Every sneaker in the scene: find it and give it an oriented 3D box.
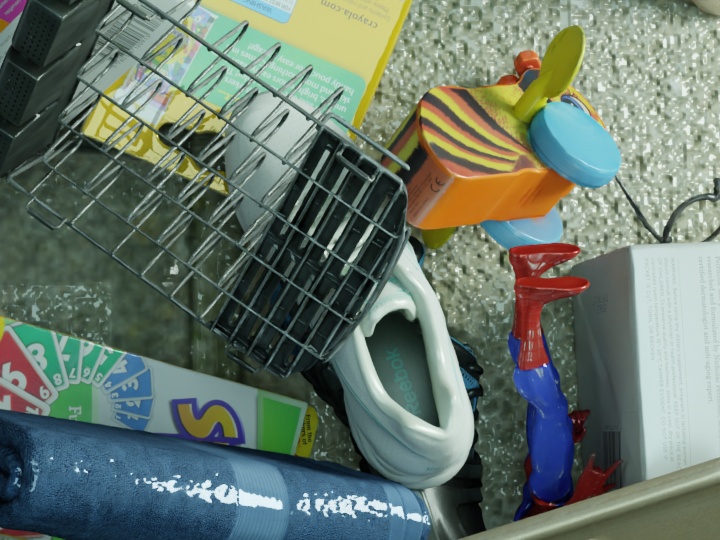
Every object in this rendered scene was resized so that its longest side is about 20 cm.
[{"bbox_3d":[0.033,0.078,0.998,0.082,0.073,0.201,-26,90,-11],"label":"sneaker"},{"bbox_3d":[0.000,0.000,0.941,0.070,0.080,0.201,-27,79,-10],"label":"sneaker"}]

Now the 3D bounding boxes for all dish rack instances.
[{"bbox_3d":[-0.070,-0.051,0.888,0.200,0.154,0.055,36,43,4],"label":"dish rack"}]

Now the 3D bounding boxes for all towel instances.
[{"bbox_3d":[-0.076,0.100,0.905,0.199,0.112,0.049,12,87,-29],"label":"towel"}]

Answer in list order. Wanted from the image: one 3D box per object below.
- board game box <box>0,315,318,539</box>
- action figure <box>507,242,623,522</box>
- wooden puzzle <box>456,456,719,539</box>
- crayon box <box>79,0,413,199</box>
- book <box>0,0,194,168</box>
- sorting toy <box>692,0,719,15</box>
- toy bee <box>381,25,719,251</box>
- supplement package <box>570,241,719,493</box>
[{"bbox_3d":[-0.110,0.088,0.966,0.199,0.030,0.096,18,84,-31],"label":"board game box"},{"bbox_3d":[0.093,0.090,0.986,0.051,0.065,0.201,-2,113,-5],"label":"action figure"},{"bbox_3d":[0.103,0.171,0.951,0.184,0.037,0.201,-17,130,3],"label":"wooden puzzle"},{"bbox_3d":[-0.044,-0.131,1.017,0.125,0.052,0.201,23,82,-5],"label":"crayon box"},{"bbox_3d":[-0.191,-0.129,0.916,0.200,0.133,0.048,29,36,-39],"label":"book"},{"bbox_3d":[0.175,-0.252,1.020,0.185,0.036,0.201,32,81,-47],"label":"sorting toy"},{"bbox_3d":[0.077,-0.059,1.006,0.131,0.200,0.109,-39,57,15],"label":"toy bee"},{"bbox_3d":[0.214,0.047,0.999,0.199,0.121,0.120,-3,86,-7],"label":"supplement package"}]
